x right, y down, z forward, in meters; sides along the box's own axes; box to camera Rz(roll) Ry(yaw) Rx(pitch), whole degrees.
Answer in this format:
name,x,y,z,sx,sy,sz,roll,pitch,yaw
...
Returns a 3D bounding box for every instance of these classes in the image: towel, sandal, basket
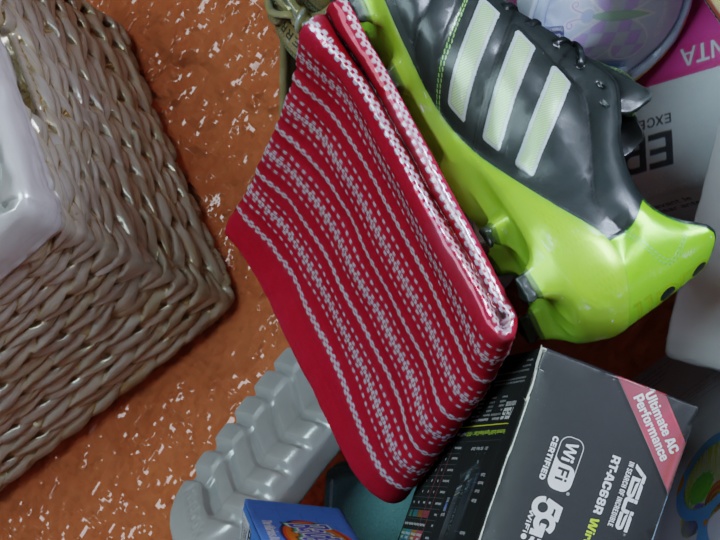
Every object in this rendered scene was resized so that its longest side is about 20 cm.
name,x,y,z,sx,sy,sz,roll,pitch,yaw
towel,0.000,0.000,1.136,0.022,0.200,0.145,-23,75,-19
sandal,0.001,0.052,1.265,0.203,0.050,0.082,-43,31,-2
basket,-0.193,-0.026,1.371,0.200,0.161,0.199,-39,54,22

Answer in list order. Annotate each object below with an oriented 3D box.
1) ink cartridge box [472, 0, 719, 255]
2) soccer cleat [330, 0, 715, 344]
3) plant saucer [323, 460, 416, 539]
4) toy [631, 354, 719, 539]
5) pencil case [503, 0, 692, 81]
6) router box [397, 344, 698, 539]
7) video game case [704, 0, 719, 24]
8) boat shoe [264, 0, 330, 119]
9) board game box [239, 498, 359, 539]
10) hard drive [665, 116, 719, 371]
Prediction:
name,x,y,z,sx,sy,sz,roll,pitch,yaw
ink cartridge box,0.141,-0.095,1.191,0.199,0.075,0.165,-15,64,33
soccer cleat,0.054,-0.063,1.083,0.081,0.068,0.200,-26,68,-12
plant saucer,0.008,0.172,1.238,0.070,0.019,0.201,-10,69,36
toy,0.127,0.105,1.117,0.115,0.047,0.200,-40,22,45
pencil case,0.047,-0.147,1.182,0.083,0.091,0.200,-28,48,-20
router box,0.054,0.112,1.115,0.200,0.062,0.150,153,138,-82
video game case,0.189,-0.122,1.046,0.143,0.017,0.200,-34,57,9
boat shoe,-0.010,-0.076,1.201,0.063,0.201,0.073,-27,53,-21
board game box,-0.030,0.201,1.151,0.152,0.045,0.201,-135,52,-80
hard drive,0.207,-0.013,1.043,0.200,0.026,0.132,13,89,41
